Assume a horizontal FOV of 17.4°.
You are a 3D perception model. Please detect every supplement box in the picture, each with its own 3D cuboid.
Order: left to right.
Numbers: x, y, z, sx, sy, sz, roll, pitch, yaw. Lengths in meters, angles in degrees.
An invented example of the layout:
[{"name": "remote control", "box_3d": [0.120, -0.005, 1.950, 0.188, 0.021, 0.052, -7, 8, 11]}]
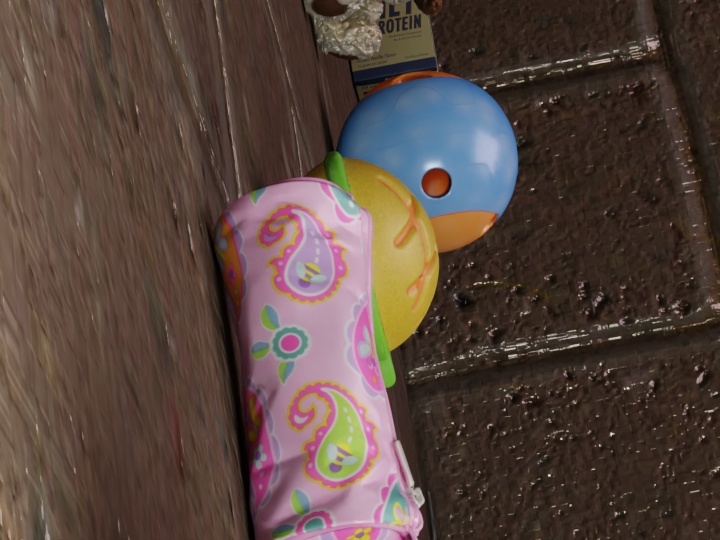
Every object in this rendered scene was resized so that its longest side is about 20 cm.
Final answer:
[{"name": "supplement box", "box_3d": [0.047, -0.374, 3.757, 0.200, 0.134, 0.200, 69, 11, -76]}]

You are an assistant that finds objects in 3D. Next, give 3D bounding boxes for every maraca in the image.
[{"name": "maraca", "box_3d": [0.000, 0.000, 1.577, 0.200, 0.107, 0.137, 75, 5, -64]}]

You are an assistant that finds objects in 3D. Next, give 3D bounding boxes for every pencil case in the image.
[{"name": "pencil case", "box_3d": [-0.022, 0.056, 1.164, 0.087, 0.087, 0.200, 74, 5, -65]}]

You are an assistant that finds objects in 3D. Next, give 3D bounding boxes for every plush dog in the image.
[{"name": "plush dog", "box_3d": [0.020, -0.343, 2.637, 0.200, 0.172, 0.161, 69, 10, -71]}]

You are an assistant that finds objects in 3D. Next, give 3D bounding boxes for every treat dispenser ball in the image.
[{"name": "treat dispenser ball", "box_3d": [0.072, -0.118, 2.578, 0.201, 0.201, 0.201, -10, 90, -87]}]

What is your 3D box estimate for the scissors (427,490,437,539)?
[{"name": "scissors", "box_3d": [0.110, 0.409, 3.402, 0.200, 0.014, 0.073, -99, 175, -53]}]
